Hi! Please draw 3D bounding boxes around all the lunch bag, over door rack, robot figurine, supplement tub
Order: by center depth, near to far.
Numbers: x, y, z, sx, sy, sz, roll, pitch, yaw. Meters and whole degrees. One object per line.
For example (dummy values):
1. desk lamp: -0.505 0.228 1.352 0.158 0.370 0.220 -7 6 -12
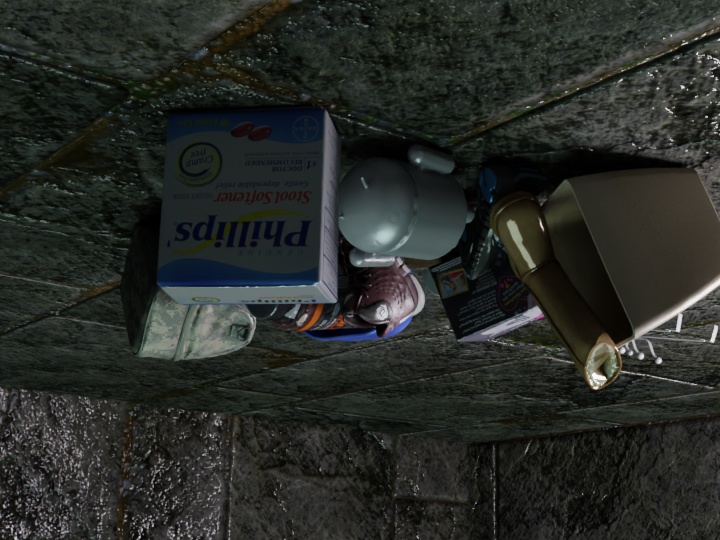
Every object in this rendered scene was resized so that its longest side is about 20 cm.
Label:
1. robot figurine: 0.049 -0.073 1.415 0.199 0.170 0.113 7 -152 -47
2. supplement tub: -0.062 0.028 1.597 0.107 0.108 0.199 -13 172 43
3. lunch bag: -0.246 0.032 1.703 0.167 0.140 0.200 9 -153 -25
4. over door rack: 0.559 0.134 2.263 0.199 0.067 0.147 -13 160 42

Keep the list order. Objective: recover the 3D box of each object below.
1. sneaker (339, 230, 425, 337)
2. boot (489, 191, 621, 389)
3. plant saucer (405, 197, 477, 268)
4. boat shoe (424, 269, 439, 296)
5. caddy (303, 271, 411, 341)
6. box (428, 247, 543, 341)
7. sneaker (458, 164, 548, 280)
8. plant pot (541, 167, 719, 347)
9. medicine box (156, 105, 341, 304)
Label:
1. sneaker: 0.000 0.000 1.540 0.076 0.115 0.200 -15 114 53
2. boot: 0.236 0.021 1.404 0.066 0.200 0.175 -30 142 3
3. plant saucer: 0.113 -0.047 1.614 0.199 0.030 0.200 -12 162 -4
4. boat shoe: 0.201 0.004 1.835 0.200 0.071 0.071 -4 -176 15
5. caddy: -0.014 0.036 1.805 0.199 0.142 0.105 -9 165 31
6. box: 0.194 0.028 1.674 0.132 0.115 0.200 -24 172 13
7. sneaker: 0.177 -0.056 1.494 0.081 0.074 0.200 -5 147 -16
8. plant pot: 0.342 -0.019 1.460 0.176 0.201 0.200 -19 169 -12
9. medicine box: -0.119 -0.067 1.307 0.181 0.201 0.103 -1 165 9
